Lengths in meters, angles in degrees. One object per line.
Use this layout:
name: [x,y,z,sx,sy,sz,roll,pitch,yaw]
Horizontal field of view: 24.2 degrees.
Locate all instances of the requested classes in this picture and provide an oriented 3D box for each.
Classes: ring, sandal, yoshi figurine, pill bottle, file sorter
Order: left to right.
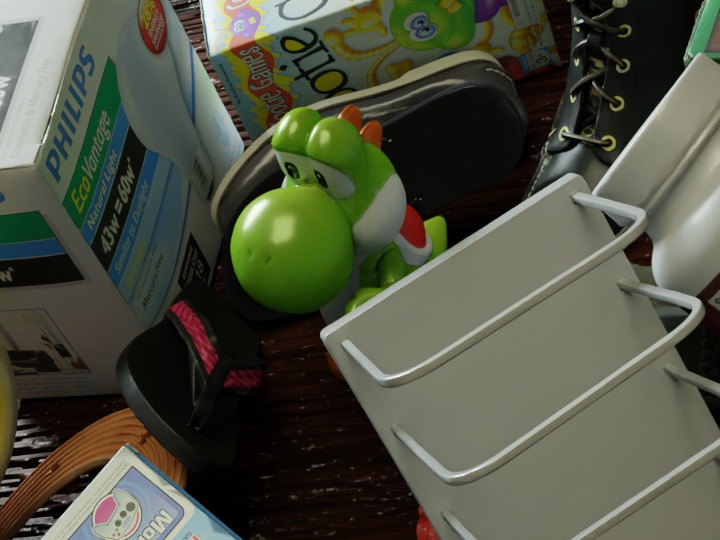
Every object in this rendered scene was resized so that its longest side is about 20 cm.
ring: [-0.157,0.156,0.860,0.200,0.019,0.201,-36,26,21]
sandal: [-0.080,0.043,0.884,0.045,0.075,0.200,-42,12,16]
yoshi figurine: [-0.013,0.009,0.847,0.111,0.201,0.113,-14,49,10]
sandal: [-0.001,-0.040,0.939,0.199,0.076,0.043,-35,10,16]
file sorter: [0.099,0.083,0.719,0.138,0.201,0.124,-32,11,-6]
pill bottle: [0.209,-0.006,0.771,0.199,0.113,0.113,38,69,4]

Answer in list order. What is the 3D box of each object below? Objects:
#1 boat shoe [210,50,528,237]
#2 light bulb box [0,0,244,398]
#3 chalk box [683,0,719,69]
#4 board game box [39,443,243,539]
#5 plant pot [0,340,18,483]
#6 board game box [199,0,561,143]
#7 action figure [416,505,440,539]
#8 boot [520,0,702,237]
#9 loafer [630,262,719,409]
boat shoe: [0.007,-0.063,0.985,0.198,0.073,0.063,-27,44,-6]
light bulb box: [-0.173,-0.063,0.972,0.123,0.201,0.200,-5,51,19]
chalk box: [0.242,-0.109,0.838,0.124,0.201,0.125,8,55,27]
board game box: [-0.091,0.213,0.711,0.195,0.056,0.200,36,72,18]
plant pot: [-0.288,0.073,0.887,0.187,0.201,0.202,1,52,37]
board game box: [0.010,-0.162,1.042,0.198,0.105,0.104,-18,48,8]
action figure: [0.072,0.090,0.848,0.065,0.052,0.201,-2,45,26]
boot: [0.128,-0.111,0.918,0.073,0.154,0.204,19,61,33]
loafer: [0.112,0.033,0.832,0.198,0.076,0.070,4,25,-22]
